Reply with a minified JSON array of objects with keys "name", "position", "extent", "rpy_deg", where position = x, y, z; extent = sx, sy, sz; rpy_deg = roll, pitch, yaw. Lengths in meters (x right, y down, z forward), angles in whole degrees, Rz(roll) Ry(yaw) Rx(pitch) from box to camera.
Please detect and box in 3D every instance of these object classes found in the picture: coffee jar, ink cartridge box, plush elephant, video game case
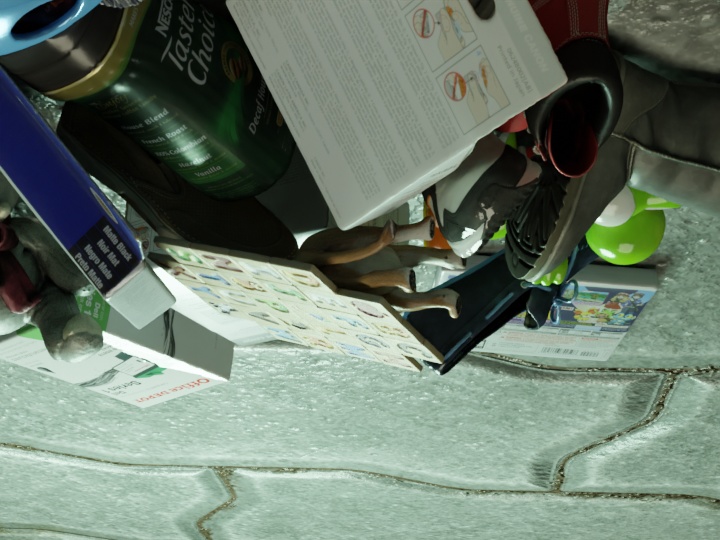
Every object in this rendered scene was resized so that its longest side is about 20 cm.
[{"name":"coffee jar","position":[-0.126,-0.128,0.749],"extent":[0.085,0.105,0.199],"rpy_deg":[-11,152,36]},{"name":"ink cartridge box","position":[-0.066,-0.017,0.995],"extent":[0.198,0.085,0.175],"rpy_deg":[-12,152,27]},{"name":"ink cartridge box","position":[0.021,-0.133,0.671],"extent":[0.047,0.161,0.199],"rpy_deg":[-24,175,-42]},{"name":"plush elephant","position":[-0.294,-0.026,0.939],"extent":[0.163,0.201,0.156],"rpy_deg":[-10,132,-3]},{"name":"video game case","position":[0.163,0.038,1.158],"extent":[0.198,0.023,0.183],"rpy_deg":[5,154,-2]},{"name":"ink cartridge box","position":[-0.202,-0.059,0.780],"extent":[0.041,0.200,0.200],"rpy_deg":[-39,172,-10]},{"name":"ink cartridge box","position":[-0.237,0.056,1.161],"extent":[0.145,0.085,0.199],"rpy_deg":[-20,146,39]}]

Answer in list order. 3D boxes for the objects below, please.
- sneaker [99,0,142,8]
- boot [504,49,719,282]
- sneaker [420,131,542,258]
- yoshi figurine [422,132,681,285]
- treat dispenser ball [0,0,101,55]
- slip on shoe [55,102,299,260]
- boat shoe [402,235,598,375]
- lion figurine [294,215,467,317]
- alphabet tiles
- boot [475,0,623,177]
[{"name":"sneaker","position":[-0.066,-0.215,0.626],"extent":[0.199,0.082,0.070],"rpy_deg":[-26,116,14]},{"name":"boot","position":[0.217,-0.056,0.840],"extent":[0.198,0.073,0.183],"rpy_deg":[12,115,-25]},{"name":"sneaker","position":[0.056,-0.068,0.768],"extent":[0.080,0.074,0.200],"rpy_deg":[42,-174,-13]},{"name":"yoshi figurine","position":[0.149,-0.040,0.917],"extent":[0.198,0.114,0.112],"rpy_deg":[-4,170,8]},{"name":"treat dispenser ball","position":[-0.179,-0.192,0.510],"extent":[0.199,0.203,0.201],"rpy_deg":[2,154,1]},{"name":"slip on shoe","position":[-0.124,-0.068,0.852],"extent":[0.199,0.076,0.061],"rpy_deg":[38,129,6]},{"name":"boat shoe","position":[0.131,0.023,0.992],"extent":[0.199,0.069,0.084],"rpy_deg":[-31,155,-1]},{"name":"lion figurine","position":[0.000,0.000,0.827],"extent":[0.121,0.073,0.200],"rpy_deg":[1,162,19]},{"name":"alphabet tiles","position":[-0.046,0.025,0.830],"extent":[0.198,0.006,0.166],"rpy_deg":[10,159,33]},{"name":"boot","position":[0.107,-0.103,0.733],"extent":[0.072,0.146,0.200],"rpy_deg":[3,157,-6]}]
